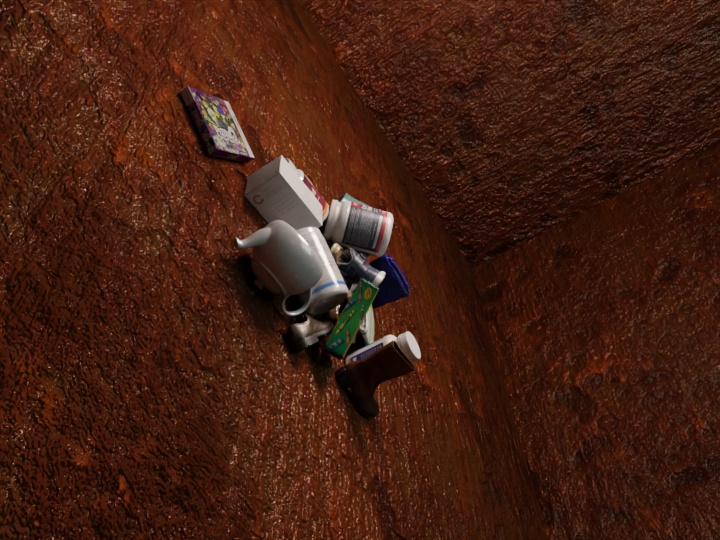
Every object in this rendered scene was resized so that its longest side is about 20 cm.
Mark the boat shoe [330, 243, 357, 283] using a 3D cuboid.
[{"bbox_3d":[-0.047,-0.016,1.887,0.075,0.065,0.201,-61,157,-17],"label":"boat shoe"}]

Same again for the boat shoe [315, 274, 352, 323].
[{"bbox_3d":[-0.056,0.088,1.734,0.201,0.071,0.073,-59,155,-47],"label":"boat shoe"}]

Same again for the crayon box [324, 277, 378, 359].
[{"bbox_3d":[-0.025,0.129,1.607,0.058,0.202,0.119,28,-12,2],"label":"crayon box"}]

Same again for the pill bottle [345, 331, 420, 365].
[{"bbox_3d":[0.065,0.249,1.720,0.111,0.198,0.112,51,22,-30],"label":"pill bottle"}]

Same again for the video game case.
[{"bbox_3d":[-0.377,-0.382,1.634,0.184,0.035,0.200,64,18,6],"label":"video game case"}]

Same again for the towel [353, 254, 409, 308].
[{"bbox_3d":[0.052,0.041,1.969,0.149,0.198,0.049,60,36,-8],"label":"towel"}]

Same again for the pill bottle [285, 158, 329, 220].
[{"bbox_3d":[-0.188,-0.224,1.810,0.201,0.113,0.115,50,22,-34],"label":"pill bottle"}]

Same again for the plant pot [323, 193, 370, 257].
[{"bbox_3d":[-0.028,-0.145,2.051,0.188,0.200,0.201,42,22,-10],"label":"plant pot"}]

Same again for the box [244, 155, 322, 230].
[{"bbox_3d":[-0.209,-0.191,1.695,0.201,0.123,0.098,51,21,-33],"label":"box"}]

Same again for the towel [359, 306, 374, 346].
[{"bbox_3d":[0.019,0.174,1.839,0.202,0.030,0.151,81,11,-51],"label":"towel"}]

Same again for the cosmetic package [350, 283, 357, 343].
[{"bbox_3d":[-0.026,0.123,1.822,0.201,0.050,0.084,-80,176,-61],"label":"cosmetic package"}]

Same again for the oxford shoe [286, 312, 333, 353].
[{"bbox_3d":[-0.125,0.141,1.555,0.085,0.072,0.200,62,18,4],"label":"oxford shoe"}]

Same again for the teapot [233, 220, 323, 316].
[{"bbox_3d":[-0.192,-0.008,1.472,0.200,0.146,0.198,43,-16,9],"label":"teapot"}]

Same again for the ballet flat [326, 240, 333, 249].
[{"bbox_3d":[-0.106,-0.061,1.898,0.068,0.068,0.200,55,15,12],"label":"ballet flat"}]

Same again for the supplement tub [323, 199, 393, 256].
[{"bbox_3d":[-0.007,-0.132,1.893,0.196,0.142,0.141,15,31,-5],"label":"supplement tub"}]

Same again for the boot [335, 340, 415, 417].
[{"bbox_3d":[0.060,0.293,1.647,0.190,0.198,0.069,57,19,-17],"label":"boot"}]

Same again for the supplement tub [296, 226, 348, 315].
[{"bbox_3d":[-0.125,0.003,1.627,0.132,0.131,0.203,19,43,-64],"label":"supplement tub"}]

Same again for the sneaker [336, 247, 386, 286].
[{"bbox_3d":[0.001,-0.001,1.836,0.145,0.078,0.202,35,-4,3],"label":"sneaker"}]
